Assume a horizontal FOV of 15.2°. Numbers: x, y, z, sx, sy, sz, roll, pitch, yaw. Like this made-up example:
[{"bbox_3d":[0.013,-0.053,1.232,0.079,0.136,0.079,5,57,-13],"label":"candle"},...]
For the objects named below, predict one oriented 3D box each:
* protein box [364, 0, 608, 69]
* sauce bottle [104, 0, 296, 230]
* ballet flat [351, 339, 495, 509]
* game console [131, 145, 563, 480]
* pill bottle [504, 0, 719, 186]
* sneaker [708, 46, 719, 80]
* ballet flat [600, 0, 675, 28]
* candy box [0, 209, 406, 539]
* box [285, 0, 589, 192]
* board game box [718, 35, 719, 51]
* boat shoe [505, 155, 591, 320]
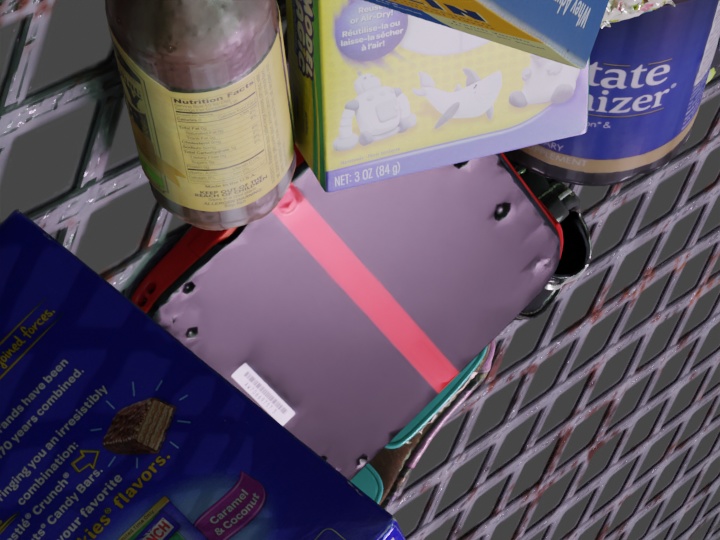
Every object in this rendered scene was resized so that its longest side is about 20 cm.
[{"bbox_3d":[0.015,-0.189,0.815,0.199,0.135,0.200,16,93,-69],"label":"protein box"},{"bbox_3d":[-0.060,-0.088,0.995,0.065,0.065,0.200,-45,157,-20],"label":"sauce bottle"},{"bbox_3d":[-0.004,0.096,1.440,0.200,0.069,0.071,-48,179,-14],"label":"ballet flat"},{"bbox_3d":[0.000,0.000,1.241,0.177,0.031,0.200,-44,141,-2],"label":"game console"},{"bbox_3d":[0.115,-0.139,1.225,0.112,0.112,0.200,-41,157,-29],"label":"pill bottle"},{"bbox_3d":[0.133,-0.088,1.408,0.200,0.072,0.083,-18,142,-58],"label":"sneaker"},{"bbox_3d":[0.101,-0.192,1.081,0.076,0.064,0.200,-67,157,-61],"label":"ballet flat"},{"bbox_3d":[-0.109,0.103,1.008,0.169,0.200,0.077,-47,161,-11],"label":"candy box"},{"bbox_3d":[0.030,-0.133,1.022,0.117,0.048,0.200,-14,127,-14],"label":"box"},{"bbox_3d":[0.213,-0.190,1.324,0.134,0.034,0.200,23,72,-70],"label":"board game box"},{"bbox_3d":[0.090,-0.010,1.454,0.072,0.068,0.200,-50,162,-11],"label":"boat shoe"}]
